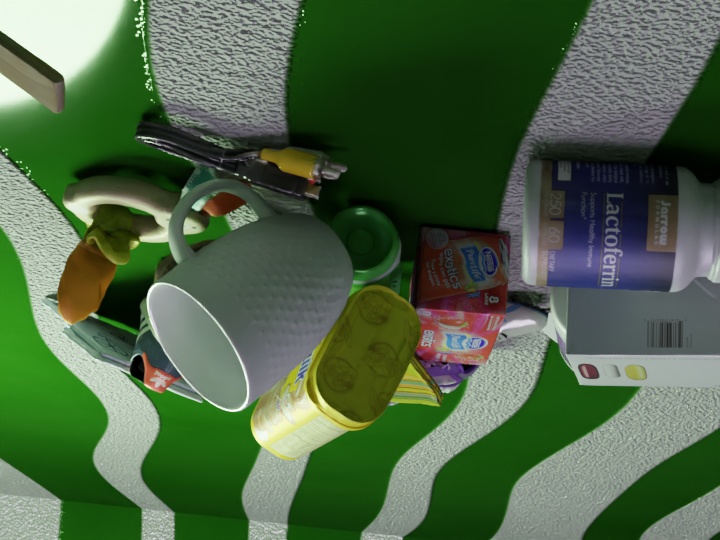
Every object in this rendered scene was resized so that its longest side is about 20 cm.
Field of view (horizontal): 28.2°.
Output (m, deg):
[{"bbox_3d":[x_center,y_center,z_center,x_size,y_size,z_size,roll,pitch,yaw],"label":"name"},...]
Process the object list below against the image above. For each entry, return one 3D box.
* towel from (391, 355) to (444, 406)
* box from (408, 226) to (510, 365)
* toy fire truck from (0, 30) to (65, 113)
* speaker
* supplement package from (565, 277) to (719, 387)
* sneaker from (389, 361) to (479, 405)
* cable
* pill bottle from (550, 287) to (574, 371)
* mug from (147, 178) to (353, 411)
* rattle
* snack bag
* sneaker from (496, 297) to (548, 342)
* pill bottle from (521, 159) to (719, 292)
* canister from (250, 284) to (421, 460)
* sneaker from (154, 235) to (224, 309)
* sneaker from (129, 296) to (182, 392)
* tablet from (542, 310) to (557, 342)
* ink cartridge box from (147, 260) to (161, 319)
[{"bbox_3d":[0.027,0.109,1.649,0.085,0.018,0.200,-1,152,23],"label":"towel"},{"bbox_3d":[0.105,0.032,1.586,0.098,0.097,0.200,5,161,0],"label":"box"},{"bbox_3d":[-0.321,-0.192,1.059,0.197,0.130,0.176,-3,162,-13],"label":"toy fire truck"},{"bbox_3d":[0.000,0.000,1.543,0.087,0.090,0.200,5,161,1],"label":"speaker"},{"bbox_3d":[0.310,0.027,1.419,0.197,0.158,0.111,-1,161,17],"label":"supplement package"},{"bbox_3d":[0.085,0.118,1.835,0.199,0.081,0.088,-6,164,-46],"label":"sneaker"},{"bbox_3d":[-0.112,-0.112,1.358,0.198,0.051,0.097,20,177,-2],"label":"cable"},{"bbox_3d":[0.271,0.060,1.595,0.110,0.113,0.200,2,160,12],"label":"pill bottle"},{"bbox_3d":[-0.110,0.006,1.398,0.201,0.175,0.147,58,149,-8],"label":"mug"},{"bbox_3d":[-0.216,-0.027,1.458,0.198,0.144,0.131,4,144,23],"label":"rattle"},{"bbox_3d":[-0.316,0.103,1.882,0.188,0.022,0.199,27,-177,-43],"label":"snack bag"},{"bbox_3d":[0.135,0.074,1.735,0.198,0.073,0.072,-7,156,29],"label":"sneaker"},{"bbox_3d":[0.248,-0.040,1.309,0.197,0.117,0.116,2,161,7],"label":"pill bottle"},{"bbox_3d":[-0.031,0.113,1.509,0.086,0.149,0.200,34,150,-10],"label":"canister"},{"bbox_3d":[-0.139,-0.003,1.507,0.198,0.071,0.075,-12,-170,-37],"label":"sneaker"},{"bbox_3d":[-0.256,0.095,1.788,0.075,0.085,0.200,30,-176,-16],"label":"sneaker"},{"bbox_3d":[0.320,0.069,1.756,0.198,0.014,0.130,-5,158,27],"label":"tablet"},{"bbox_3d":[-0.131,0.045,1.722,0.147,0.077,0.199,-9,155,37],"label":"ink cartridge box"}]
